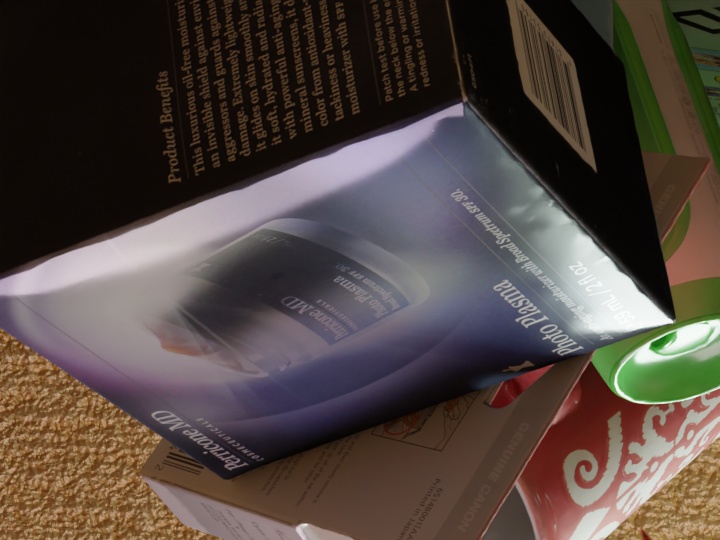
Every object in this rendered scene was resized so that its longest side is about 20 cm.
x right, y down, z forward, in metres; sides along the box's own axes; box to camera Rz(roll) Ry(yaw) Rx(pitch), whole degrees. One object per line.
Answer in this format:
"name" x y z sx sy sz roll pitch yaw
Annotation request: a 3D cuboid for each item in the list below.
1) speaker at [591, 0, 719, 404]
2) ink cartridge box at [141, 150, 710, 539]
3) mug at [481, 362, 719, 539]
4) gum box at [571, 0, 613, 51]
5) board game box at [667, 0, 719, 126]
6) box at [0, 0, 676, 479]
"speaker" 0.113 -0.047 1.211 0.088 0.201 0.089 -12 151 -7
"ink cartridge box" 0.032 0.031 1.117 0.176 0.200 0.045 13 150 42
"mug" 0.117 0.065 1.379 0.200 0.134 0.177 -32 -173 -36
"gum box" -0.013 -0.096 1.152 0.169 0.045 0.200 1 176 -20
"board game box" 0.154 -0.071 1.317 0.199 0.136 0.029 6 178 -2
"box" -0.018 -0.033 1.011 0.197 0.124 0.200 -20 149 20
